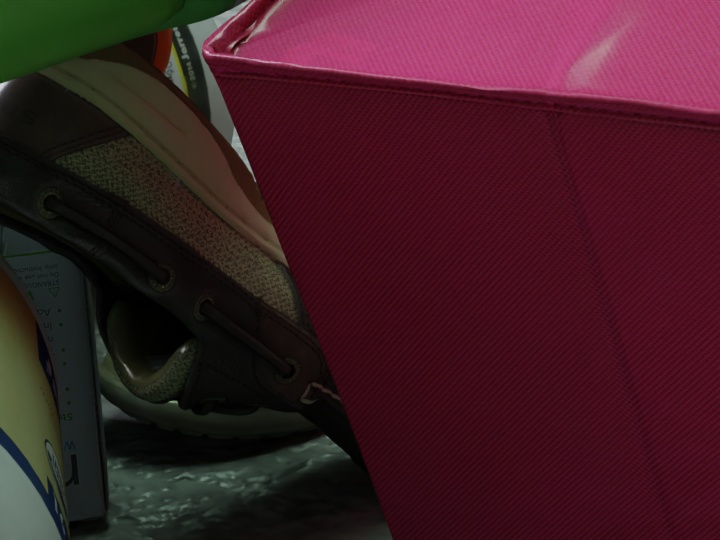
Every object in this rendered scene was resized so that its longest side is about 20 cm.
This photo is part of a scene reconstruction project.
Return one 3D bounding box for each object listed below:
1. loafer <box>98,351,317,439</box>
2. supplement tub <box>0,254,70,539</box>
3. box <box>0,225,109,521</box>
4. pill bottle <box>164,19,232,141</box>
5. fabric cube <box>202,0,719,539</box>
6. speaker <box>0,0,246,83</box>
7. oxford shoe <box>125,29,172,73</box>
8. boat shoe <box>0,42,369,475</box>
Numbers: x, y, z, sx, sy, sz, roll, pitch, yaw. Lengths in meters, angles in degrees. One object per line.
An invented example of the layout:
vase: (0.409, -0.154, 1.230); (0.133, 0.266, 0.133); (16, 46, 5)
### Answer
loafer: (0.000, 0.000, 0.936); (0.200, 0.068, 0.076); (-18, 25, -32)
supplement tub: (-0.146, 0.055, 0.712); (0.144, 0.145, 0.200); (-6, 21, -6)
box: (-0.182, -0.009, 0.841); (0.200, 0.177, 0.097); (-7, 22, -7)
pill bottle: (-0.152, -0.046, 1.001); (0.200, 0.113, 0.112); (-22, 27, -39)
fabric cube: (0.110, -0.025, 0.725); (0.200, 0.200, 0.196); (10, 47, 34)
speaker: (-0.118, -0.080, 0.704); (0.200, 0.089, 0.088); (-20, 23, -8)
oxford shoe: (-0.163, -0.087, 0.909); (0.200, 0.071, 0.073); (6, 25, -13)
boat shoe: (-0.047, 0.008, 0.808); (0.072, 0.201, 0.066); (22, 70, 48)
